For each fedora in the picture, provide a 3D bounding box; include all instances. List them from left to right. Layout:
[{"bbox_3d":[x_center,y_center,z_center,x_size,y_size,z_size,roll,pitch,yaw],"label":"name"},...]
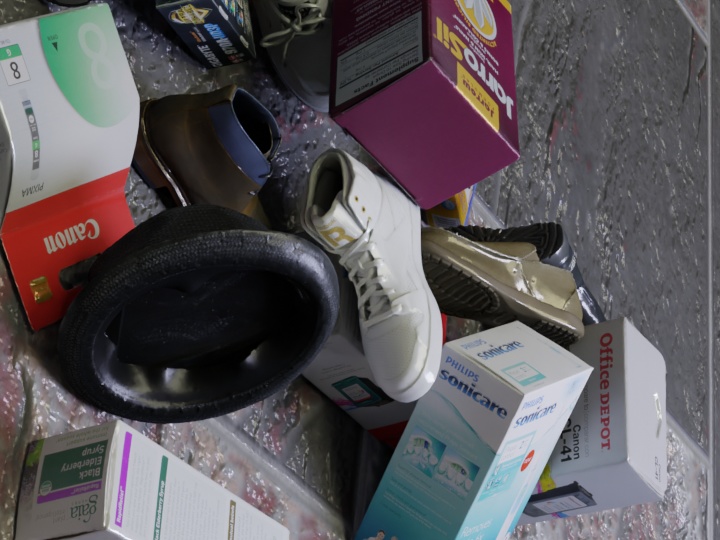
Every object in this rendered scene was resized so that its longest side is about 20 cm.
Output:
[{"bbox_3d":[-0.118,0.017,1.393,0.200,0.200,0.092,42,18,-44],"label":"fedora"}]

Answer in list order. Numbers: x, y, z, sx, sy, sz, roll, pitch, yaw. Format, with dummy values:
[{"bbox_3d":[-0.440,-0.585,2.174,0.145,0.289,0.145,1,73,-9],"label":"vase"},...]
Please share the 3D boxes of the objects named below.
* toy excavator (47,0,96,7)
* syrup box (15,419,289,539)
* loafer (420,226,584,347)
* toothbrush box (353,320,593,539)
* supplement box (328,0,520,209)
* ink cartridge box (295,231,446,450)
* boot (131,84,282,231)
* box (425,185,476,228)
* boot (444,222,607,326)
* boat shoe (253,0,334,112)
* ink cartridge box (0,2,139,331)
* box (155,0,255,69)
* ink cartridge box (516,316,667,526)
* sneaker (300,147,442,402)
[{"bbox_3d":[-0.147,-0.264,1.418,0.194,0.199,0.101,31,51,-45],"label":"toy excavator"},{"bbox_3d":[-0.137,0.180,1.355,0.200,0.078,0.082,41,43,-45],"label":"syrup box"},{"bbox_3d":[0.110,0.006,1.710,0.199,0.076,0.068,28,55,-34],"label":"loafer"},{"bbox_3d":[0.092,0.153,1.651,0.146,0.085,0.201,-11,128,-61],"label":"toothbrush box"},{"bbox_3d":[0.052,-0.174,1.634,0.131,0.103,0.201,43,32,-35],"label":"supplement box"},{"bbox_3d":[0.014,0.061,1.686,0.200,0.067,0.117,43,41,-42],"label":"ink cartridge box"},{"bbox_3d":[-0.090,-0.064,1.536,0.200,0.096,0.075,48,39,-39],"label":"boot"},{"bbox_3d":[0.100,-0.149,1.863,0.119,0.041,0.202,67,38,-72],"label":"box"},{"bbox_3d":[0.149,0.048,1.856,0.201,0.164,0.066,59,43,-39],"label":"boot"},{"bbox_3d":[-0.053,-0.219,1.659,0.086,0.074,0.204,-96,171,-69],"label":"boat shoe"},{"bbox_3d":[-0.204,-0.077,1.397,0.161,0.050,0.202,-29,100,-60],"label":"ink cartridge box"},{"bbox_3d":[-0.130,-0.277,1.566,0.159,0.046,0.202,49,32,-76],"label":"box"},{"bbox_3d":[0.164,0.139,1.776,0.086,0.199,0.149,40,43,-45],"label":"ink cartridge box"},{"bbox_3d":[0.000,0.000,1.564,0.115,0.073,0.201,32,39,-45],"label":"sneaker"}]
